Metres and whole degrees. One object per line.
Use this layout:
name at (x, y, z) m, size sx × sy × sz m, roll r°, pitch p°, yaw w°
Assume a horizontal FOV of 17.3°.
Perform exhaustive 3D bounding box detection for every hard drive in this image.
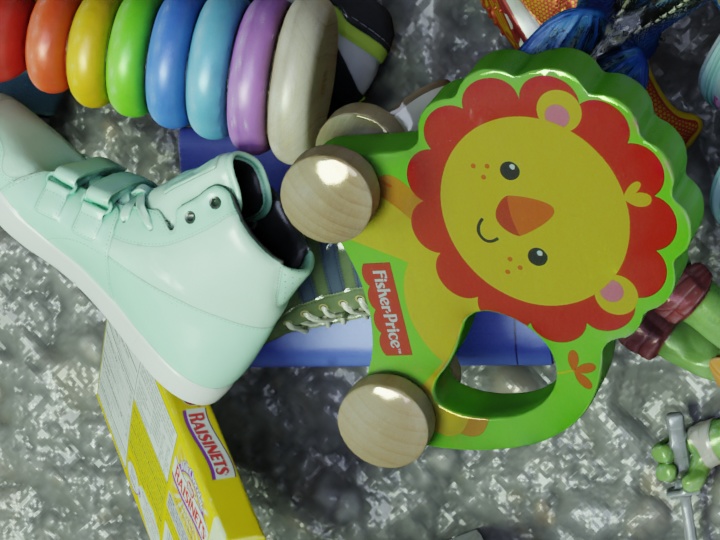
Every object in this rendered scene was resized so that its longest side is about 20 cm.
hard drive at (0.003, -0.015, 1.270) m, size 0.200 × 0.025 × 0.132 m, roll -1°, pitch 98°, yaw 15°

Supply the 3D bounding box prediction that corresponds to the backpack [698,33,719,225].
backpack at (0.250, -0.082, 1.120) m, size 0.153 × 0.176 × 0.200 m, roll 33°, pitch 106°, yaw 26°

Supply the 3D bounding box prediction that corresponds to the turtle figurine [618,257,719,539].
turtle figurine at (0.168, 0.071, 1.178) m, size 0.194 × 0.144 × 0.200 m, roll 41°, pitch 102°, yaw 8°

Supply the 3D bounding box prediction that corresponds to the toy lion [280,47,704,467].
toy lion at (0.070, -0.007, 1.123) m, size 0.191 × 0.069 × 0.200 m, roll -2°, pitch 116°, yaw 24°

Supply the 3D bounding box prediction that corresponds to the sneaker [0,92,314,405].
sneaker at (-0.108, -0.042, 1.181) m, size 0.200 × 0.074 × 0.118 m, roll 45°, pitch 119°, yaw 5°

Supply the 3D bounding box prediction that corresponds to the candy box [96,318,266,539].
candy box at (-0.097, 0.099, 1.230) m, size 0.026 × 0.200 × 0.102 m, roll -5°, pitch 135°, yaw -23°

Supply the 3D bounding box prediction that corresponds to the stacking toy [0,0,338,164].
stacking toy at (-0.115, -0.108, 1.178) m, size 0.200 × 0.085 × 0.086 m, roll 9°, pitch 100°, yaw 7°

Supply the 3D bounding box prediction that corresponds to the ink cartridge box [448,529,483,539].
ink cartridge box at (-0.013, 0.243, 1.260) m, size 0.200 × 0.125 × 0.129 m, roll -23°, pitch 92°, yaw 16°

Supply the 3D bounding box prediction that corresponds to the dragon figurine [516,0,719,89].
dragon figurine at (0.103, -0.094, 1.128) m, size 0.059 × 0.099 × 0.200 m, roll 44°, pitch 95°, yaw -2°

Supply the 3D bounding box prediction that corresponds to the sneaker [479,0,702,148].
sneaker at (0.107, -0.140, 1.213) m, size 0.077 × 0.073 × 0.200 m, roll -30°, pitch 94°, yaw -5°

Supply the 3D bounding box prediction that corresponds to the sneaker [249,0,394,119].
sneaker at (-0.077, -0.134, 1.225) m, size 0.200 × 0.072 × 0.083 m, roll 25°, pitch 90°, yaw -6°

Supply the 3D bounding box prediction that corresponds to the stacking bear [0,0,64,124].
stacking bear at (-0.204, -0.147, 1.268) m, size 0.114 × 0.121 × 0.200 m, roll 16°, pitch 94°, yaw 15°

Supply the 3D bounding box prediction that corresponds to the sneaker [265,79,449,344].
sneaker at (0.000, 0.000, 1.223) m, size 0.200 × 0.067 × 0.090 m, roll -44°, pitch 81°, yaw 13°
